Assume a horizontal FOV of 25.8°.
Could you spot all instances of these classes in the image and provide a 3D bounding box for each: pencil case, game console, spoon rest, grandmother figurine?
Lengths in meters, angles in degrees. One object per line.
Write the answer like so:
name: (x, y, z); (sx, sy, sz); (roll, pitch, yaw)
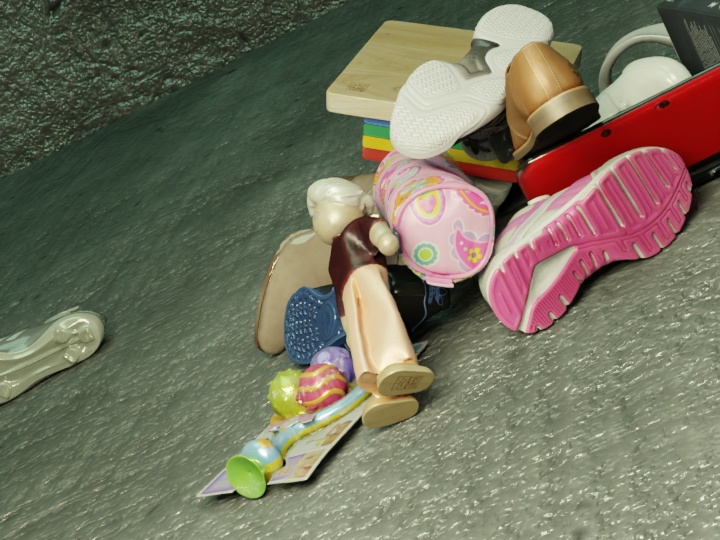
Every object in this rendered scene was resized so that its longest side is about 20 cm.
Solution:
pencil case: (0.056, -0.048, 1.266); (0.087, 0.088, 0.200); (-27, 15, 2)
game console: (0.222, -0.114, 1.293); (0.198, 0.119, 0.173); (-26, 26, 8)
spoon rest: (0.327, -0.229, 1.588); (0.198, 0.061, 0.100); (-22, 17, 24)
grandmother figurine: (0.001, 0.009, 1.179); (0.060, 0.202, 0.122); (4, -42, -29)

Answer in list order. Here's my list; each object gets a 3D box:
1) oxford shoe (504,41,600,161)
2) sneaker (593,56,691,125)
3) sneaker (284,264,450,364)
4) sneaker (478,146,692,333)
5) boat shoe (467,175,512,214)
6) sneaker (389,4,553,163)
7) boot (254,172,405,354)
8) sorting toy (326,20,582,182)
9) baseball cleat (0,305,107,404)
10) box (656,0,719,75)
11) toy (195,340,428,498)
oxford shoe: (0.140, -0.132, 1.200); (0.071, 0.072, 0.200); (-28, -7, -2)
sneaker: (0.227, -0.128, 1.444); (0.088, 0.075, 0.199); (-45, 11, -31)
sneaker: (0.002, 0.040, 1.318); (0.077, 0.071, 0.200); (4, -12, -26)
sneaker: (0.166, -0.033, 1.220); (0.199, 0.082, 0.088); (-32, 18, -13)
boat shoe: (0.121, -0.094, 1.521); (0.069, 0.071, 0.201); (-61, 8, 28)
sneaker: (0.090, -0.123, 1.276); (0.075, 0.115, 0.200); (27, 50, 22)
boot: (0.000, 0.000, 1.408); (0.145, 0.070, 0.202); (19, 83, 37)
sorting toy: (0.090, -0.157, 1.468); (0.197, 0.070, 0.199); (10, 30, 15)
baseball cleat: (-0.379, 0.099, 1.789); (0.198, 0.071, 0.106); (-18, 10, 2)
box: (0.375, -0.216, 1.383); (0.147, 0.108, 0.200); (-30, 15, -3)
toy: (-0.042, 0.100, 1.221); (0.114, 0.048, 0.200); (-15, 21, 37)
